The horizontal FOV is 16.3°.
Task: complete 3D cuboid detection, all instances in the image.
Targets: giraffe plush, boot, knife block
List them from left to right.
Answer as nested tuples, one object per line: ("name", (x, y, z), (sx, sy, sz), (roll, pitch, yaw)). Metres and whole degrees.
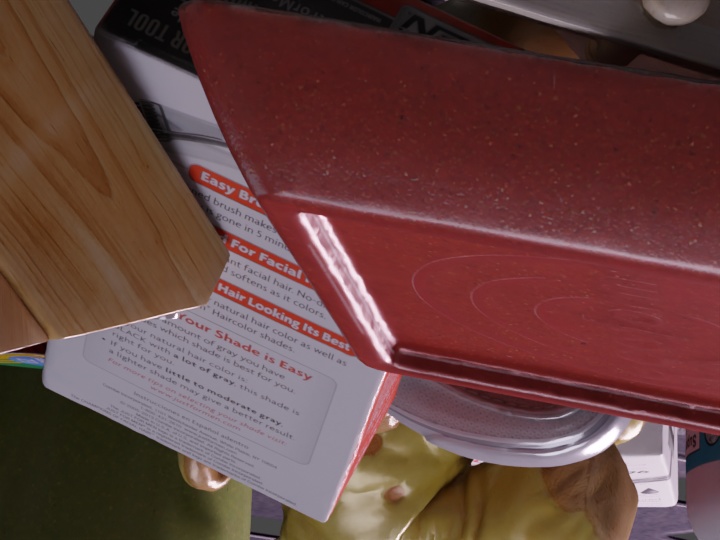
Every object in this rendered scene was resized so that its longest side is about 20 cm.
("knife block", (-0.115, -0.065, 0.651), (0.064, 0.176, 0.200), (7, -169, 32))
("giraffe plush", (-0.001, 0.044, 1.001), (0.200, 0.173, 0.162), (-32, 136, 10))
("boot", (0.000, 0.000, 0.873), (0.200, 0.074, 0.096), (25, 169, 22))

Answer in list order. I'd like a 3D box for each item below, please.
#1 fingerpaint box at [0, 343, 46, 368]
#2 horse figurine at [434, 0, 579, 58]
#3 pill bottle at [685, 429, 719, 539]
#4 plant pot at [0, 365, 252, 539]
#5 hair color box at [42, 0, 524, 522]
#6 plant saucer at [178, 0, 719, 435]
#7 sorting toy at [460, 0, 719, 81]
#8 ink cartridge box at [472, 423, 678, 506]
("fingerpaint box", (-0.168, -0.018, 0.907), (0.166, 0.074, 0.200), (5, 167, 9))
("horse figurine", (0.057, -0.059, 0.782), (0.132, 0.050, 0.200), (20, 162, -39))
("pill bottle", (0.162, 0.030, 0.825), (0.110, 0.201, 0.111), (1, 166, 0))
("plant pot", (-0.123, 0.099, 1.123), (0.199, 0.191, 0.200), (10, 174, 1))
("hair color box", (-0.030, -0.012, 0.776), (0.111, 0.064, 0.200), (26, 148, 4))
("plant saucer", (0.067, 0.003, 0.590), (0.199, 0.037, 0.200), (11, 166, 12))
("sorting toy", (0.045, -0.081, 0.584), (0.199, 0.107, 0.180), (15, 167, -16))
("ink cartridge box", (0.099, 0.072, 1.272), (0.116, 0.068, 0.200), (-1, 165, 10))
